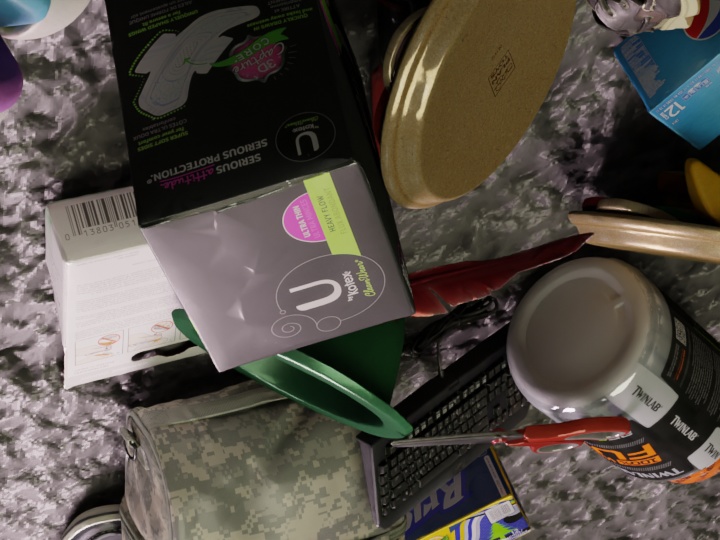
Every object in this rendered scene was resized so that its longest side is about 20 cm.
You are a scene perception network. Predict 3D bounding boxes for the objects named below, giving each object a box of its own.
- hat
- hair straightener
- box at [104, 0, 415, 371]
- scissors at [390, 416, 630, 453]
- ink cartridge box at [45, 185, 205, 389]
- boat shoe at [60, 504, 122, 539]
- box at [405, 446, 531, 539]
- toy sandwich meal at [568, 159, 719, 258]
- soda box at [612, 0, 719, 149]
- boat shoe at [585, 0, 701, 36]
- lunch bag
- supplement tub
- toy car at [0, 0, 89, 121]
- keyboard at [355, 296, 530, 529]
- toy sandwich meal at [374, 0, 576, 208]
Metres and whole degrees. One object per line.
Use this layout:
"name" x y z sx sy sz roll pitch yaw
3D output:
"hat" 0.000 0.000 1.497 0.200 0.166 0.176 33 77 -31
"hair straightener" 0.036 -0.148 1.410 0.077 0.041 0.200 -38 142 -26
"box" -0.058 -0.073 1.292 0.124 0.200 0.149 -16 141 6
"scissors" 0.106 0.108 1.527 0.073 0.014 0.200 -17 164 36
"ink cartridge box" -0.123 0.002 1.497 0.161 0.050 0.200 -13 159 -14
"boat shoe" -0.194 0.249 1.716 0.074 0.062 0.200 -3 136 -22
"box" 0.026 0.206 1.771 0.200 0.070 0.064 -26 143 2
"toy sandwich meal" 0.242 -0.042 1.550 0.205 0.205 0.070 8 90 -34
"soda box" 0.265 -0.171 1.468 0.200 0.064 0.068 -40 139 19
"boat shoe" 0.163 -0.173 1.363 0.065 0.073 0.200 -19 170 6
"lunch bag" -0.068 0.154 1.611 0.200 0.139 0.168 -12 123 -19
"supplement tub" 0.203 0.080 1.676 0.122 0.123 0.200 -36 141 15
"toy car" -0.233 -0.124 1.195 0.175 0.150 0.200 17 126 -39
"keyboard" 0.063 0.086 1.608 0.200 0.021 0.127 -34 122 -46
"toy sandwich meal" 0.056 -0.130 1.319 0.205 0.070 0.205 -45 152 -32
